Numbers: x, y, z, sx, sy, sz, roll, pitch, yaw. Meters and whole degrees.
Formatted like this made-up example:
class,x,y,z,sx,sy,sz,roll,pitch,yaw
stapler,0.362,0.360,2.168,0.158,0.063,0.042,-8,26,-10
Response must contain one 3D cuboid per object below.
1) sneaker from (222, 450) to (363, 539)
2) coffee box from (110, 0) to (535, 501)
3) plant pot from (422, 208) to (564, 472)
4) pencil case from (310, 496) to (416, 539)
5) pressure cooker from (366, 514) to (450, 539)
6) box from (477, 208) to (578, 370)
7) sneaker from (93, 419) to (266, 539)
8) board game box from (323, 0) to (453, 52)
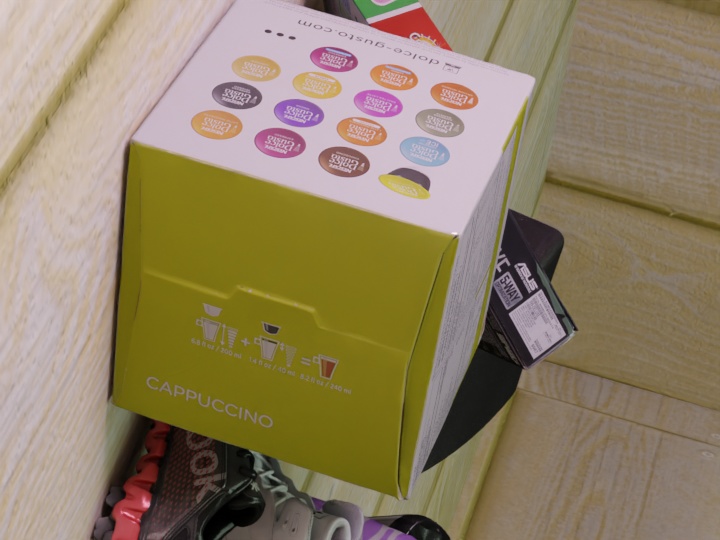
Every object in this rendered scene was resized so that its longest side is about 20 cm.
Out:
class,x,y,z,sx,sy,sz,roll,pitch,yaw
sneaker,-0.061,0.146,1.391,0.075,0.114,0.202,9,72,-55
coffee box,-0.023,-0.017,1.250,0.198,0.198,0.201,-61,164,-53
plant pot,0.035,0.052,1.732,0.178,0.199,0.201,-56,166,-47
pencil case,-0.035,0.223,1.598,0.086,0.199,0.084,68,45,-67
pressure cooker,-0.019,0.320,1.900,0.175,0.198,0.181,4,80,-61
box,0.054,-0.036,1.422,0.050,0.201,0.158,-36,-159,-13
sneaker,-0.099,0.116,1.336,0.071,0.097,0.202,81,24,-65
board game box,0.037,-0.141,1.492,0.040,0.201,0.153,-30,162,-7
